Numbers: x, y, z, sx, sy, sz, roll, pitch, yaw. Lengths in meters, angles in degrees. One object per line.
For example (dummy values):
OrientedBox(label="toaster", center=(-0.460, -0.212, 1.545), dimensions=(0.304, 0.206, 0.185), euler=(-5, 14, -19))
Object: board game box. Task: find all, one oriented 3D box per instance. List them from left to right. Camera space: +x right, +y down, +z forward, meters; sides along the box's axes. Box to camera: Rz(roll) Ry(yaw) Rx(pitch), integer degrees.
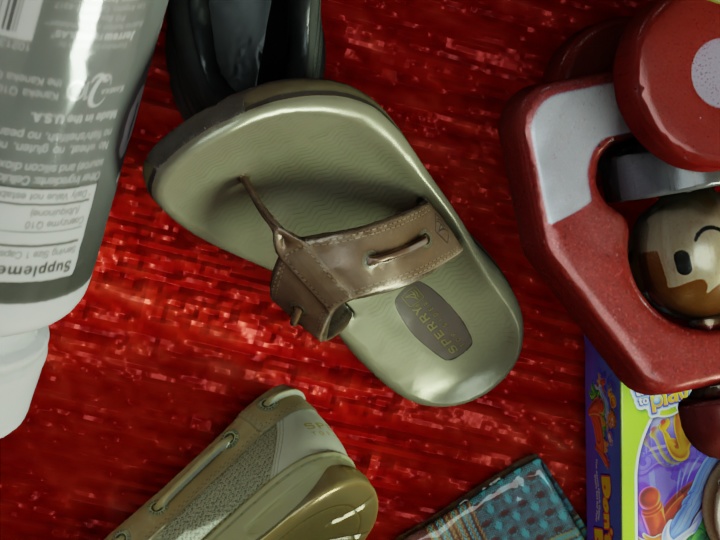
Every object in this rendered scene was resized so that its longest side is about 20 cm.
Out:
OrientedBox(label="board game box", center=(0.188, 0.087, 1.059), dimensions=(0.200, 0.045, 0.135), euler=(-3, 96, -13))

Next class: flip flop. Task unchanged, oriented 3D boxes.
OrientedBox(label="flip flop", center=(0.000, 0.000, 0.976), dimensions=(0.081, 0.058, 0.200), euler=(-32, 135, 12))

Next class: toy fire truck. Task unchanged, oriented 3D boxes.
OrientedBox(label="toy fire truck", center=(0.157, -0.022, 0.992), dimensions=(0.200, 0.112, 0.168), euler=(-12, 90, -15))

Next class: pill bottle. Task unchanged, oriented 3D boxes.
OrientedBox(label="pill bottle", center=(-0.138, -0.048, 0.943), dimensions=(0.114, 0.114, 0.200), euler=(13, 113, -11))

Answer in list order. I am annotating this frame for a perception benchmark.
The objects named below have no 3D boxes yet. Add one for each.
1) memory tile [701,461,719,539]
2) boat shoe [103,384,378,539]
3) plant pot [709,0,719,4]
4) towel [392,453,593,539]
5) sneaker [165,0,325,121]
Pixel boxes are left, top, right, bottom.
OrientedBox(label="memory tile", center=(0.224, 0.139, 1.041), dimensions=(0.200, 0.017, 0.153), euler=(2, 95, -13))
OrientedBox(label="boat shoe", center=(-0.089, 0.123, 1.025), dimensions=(0.201, 0.063, 0.073), euler=(-38, 148, 2))
OrientedBox(label="plant pot", center=(0.135, -0.181, 0.910), dimensions=(0.200, 0.193, 0.201), euler=(1, 120, 2))
OrientedBox(label="towel", center=(0.060, 0.191, 1.077), dimensions=(0.147, 0.022, 0.200), euler=(-32, 103, -4))
OrientedBox(label="sneaker", center=(-0.044, -0.138, 0.972), dimensions=(0.076, 0.091, 0.200), euler=(-13, 100, -5))
